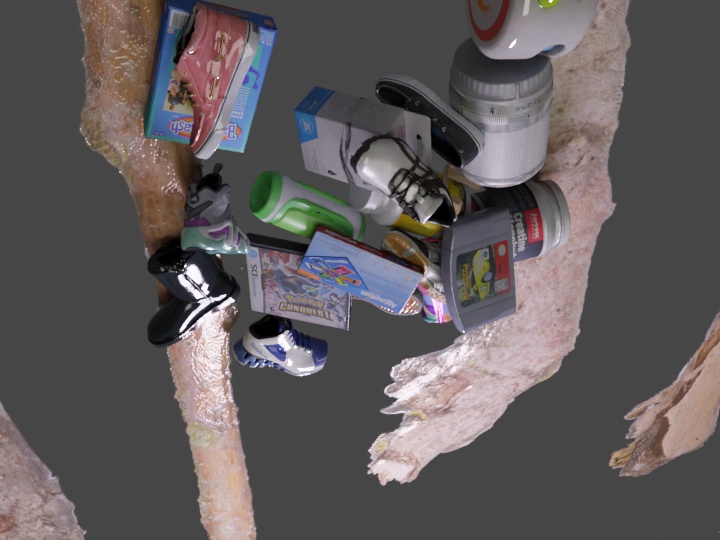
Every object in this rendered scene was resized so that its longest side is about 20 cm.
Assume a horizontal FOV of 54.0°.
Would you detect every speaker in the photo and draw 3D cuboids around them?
[{"bbox_3d":[-0.087,-0.097,1.193,0.198,0.089,0.089,21,124,-36],"label":"speaker"}]

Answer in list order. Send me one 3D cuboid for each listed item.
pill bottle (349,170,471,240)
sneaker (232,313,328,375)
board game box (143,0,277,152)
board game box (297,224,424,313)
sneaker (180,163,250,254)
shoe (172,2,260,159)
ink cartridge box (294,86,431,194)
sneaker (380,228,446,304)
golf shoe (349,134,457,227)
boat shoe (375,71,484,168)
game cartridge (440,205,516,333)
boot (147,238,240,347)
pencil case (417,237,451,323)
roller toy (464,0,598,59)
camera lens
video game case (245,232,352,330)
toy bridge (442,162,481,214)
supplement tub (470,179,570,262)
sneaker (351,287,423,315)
[{"bbox_3d":[0.084,-0.124,1.212,0.197,0.114,0.113,11,129,-30],"label":"pill bottle"},{"bbox_3d":[-0.147,0.141,1.414,0.196,0.082,0.116,8,132,-26],"label":"sneaker"},{"bbox_3d":[-0.215,-0.271,0.995,0.149,0.045,0.202,5,131,-26],"label":"board game box"},{"bbox_3d":[0.000,0.000,1.200,0.197,0.020,0.104,22,129,-10],"label":"board game box"},{"bbox_3d":[-0.226,-0.099,1.134,0.076,0.143,0.200,0,179,6],"label":"sneaker"},{"bbox_3d":[-0.211,-0.248,0.938,0.090,0.072,0.202,13,122,-30],"label":"shoe"},{"bbox_3d":[0.005,-0.190,1.060,0.067,0.197,0.117,-53,151,-34],"label":"ink cartridge box"},{"bbox_3d":[0.111,-0.023,1.239,0.075,0.089,0.199,-20,134,41],"label":"sneaker"},{"bbox_3d":[0.071,-0.122,0.997,0.198,0.095,0.078,20,117,-43],"label":"golf shoe"},{"bbox_3d":[0.092,-0.222,1.063,0.066,0.199,0.070,-46,170,-28],"label":"boat shoe"},{"bbox_3d":[0.202,0.002,1.211,0.131,0.041,0.204,-16,112,-17],"label":"game cartridge"},{"bbox_3d":[-0.326,0.032,1.233,0.198,0.077,0.169,-32,141,1],"label":"boot"},{"bbox_3d":[0.147,0.023,1.409,0.087,0.089,0.202,-20,138,0],"label":"pencil case"},{"bbox_3d":[0.233,-0.386,0.956,0.137,0.203,0.184,-5,146,-15],"label":"roller toy"},{"bbox_3d":[0.217,-0.246,1.106,0.157,0.162,0.202,-16,137,-5],"label":"camera lens"},{"bbox_3d":[-0.111,0.024,1.285,0.196,0.026,0.183,11,135,7],"label":"video game case"},{"bbox_3d":[0.175,-0.161,1.191,0.200,0.066,0.028,-47,154,-40],"label":"toy bridge"},{"bbox_3d":[0.270,-0.085,1.305,0.196,0.142,0.142,-14,138,-7],"label":"supplement tub"},{"bbox_3d":[0.031,0.018,1.298,0.196,0.080,0.072,17,134,20],"label":"sneaker"}]
